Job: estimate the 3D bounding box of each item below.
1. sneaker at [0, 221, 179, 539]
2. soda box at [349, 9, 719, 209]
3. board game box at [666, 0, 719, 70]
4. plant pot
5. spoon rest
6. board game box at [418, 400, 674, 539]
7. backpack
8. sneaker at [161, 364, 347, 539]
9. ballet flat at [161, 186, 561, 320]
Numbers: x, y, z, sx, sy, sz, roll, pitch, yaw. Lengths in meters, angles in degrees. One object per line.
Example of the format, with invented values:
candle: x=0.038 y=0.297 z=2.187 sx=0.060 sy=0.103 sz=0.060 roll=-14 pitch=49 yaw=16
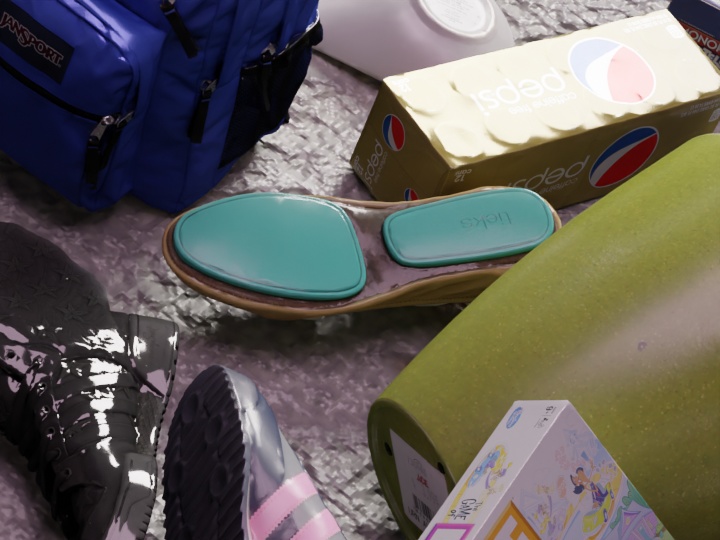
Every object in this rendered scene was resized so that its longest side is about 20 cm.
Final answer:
sneaker: x=-0.139 y=0.061 z=1.086 sx=0.104 sy=0.060 sz=0.200 roll=16 pitch=40 yaw=-9
soda box: x=0.097 y=-0.076 z=1.303 sx=0.200 sy=0.064 sz=0.068 roll=-17 pitch=57 yaw=-33
board game box: x=0.292 y=-0.152 z=1.455 sx=0.200 sy=0.062 sz=0.200 roll=27 pitch=45 yaw=4
plant pot: x=0.111 y=0.062 z=1.119 sx=0.200 sy=0.187 sz=0.187 roll=-25 pitch=60 yaw=-21
spoon rest: x=-0.003 y=-0.147 z=1.345 sx=0.200 sy=0.061 sz=0.100 roll=24 pitch=44 yaw=-19
board game box: x=0.058 y=0.170 z=0.991 sx=0.135 sy=0.034 sz=0.200 roll=51 pitch=59 yaw=-24
backpack: x=-0.102 y=-0.139 z=1.184 sx=0.162 sy=0.200 sz=0.168 roll=33 pitch=45 yaw=9
sneaker: x=-0.028 y=0.129 z=1.042 sx=0.082 sy=0.070 sz=0.200 roll=14 pitch=44 yaw=-34
ballet flat: x=0.000 y=0.000 z=1.197 sx=0.199 sy=0.063 sz=0.069 roll=-2 pitch=58 yaw=-15
